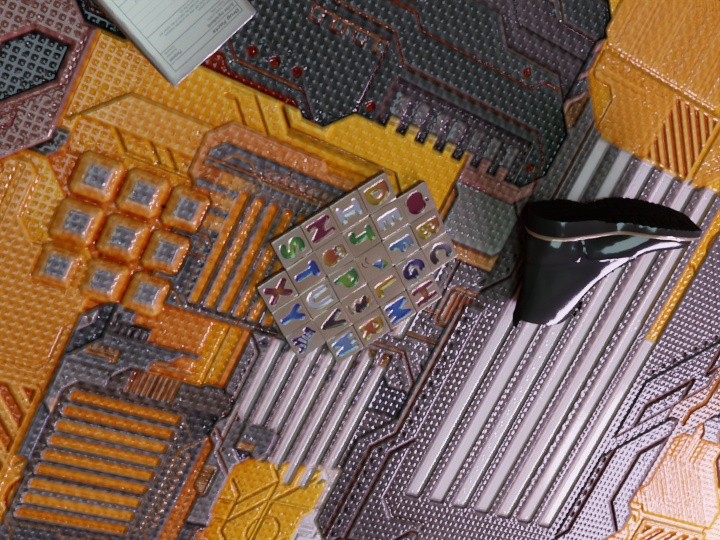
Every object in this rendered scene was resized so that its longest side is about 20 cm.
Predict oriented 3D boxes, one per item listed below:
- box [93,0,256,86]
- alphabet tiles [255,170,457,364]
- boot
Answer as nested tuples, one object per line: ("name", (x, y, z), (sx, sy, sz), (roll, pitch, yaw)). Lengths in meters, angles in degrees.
("box", (-0.183, -0.250, 0.836), (0.095, 0.078, 0.200), (-42, 124, -3))
("alphabet tiles", (0.000, 0.000, 1.090), (0.200, 0.006, 0.167), (-33, 123, -10))
("boot", (0.262, -0.004, 1.188), (0.200, 0.077, 0.138), (2, 117, -13))
